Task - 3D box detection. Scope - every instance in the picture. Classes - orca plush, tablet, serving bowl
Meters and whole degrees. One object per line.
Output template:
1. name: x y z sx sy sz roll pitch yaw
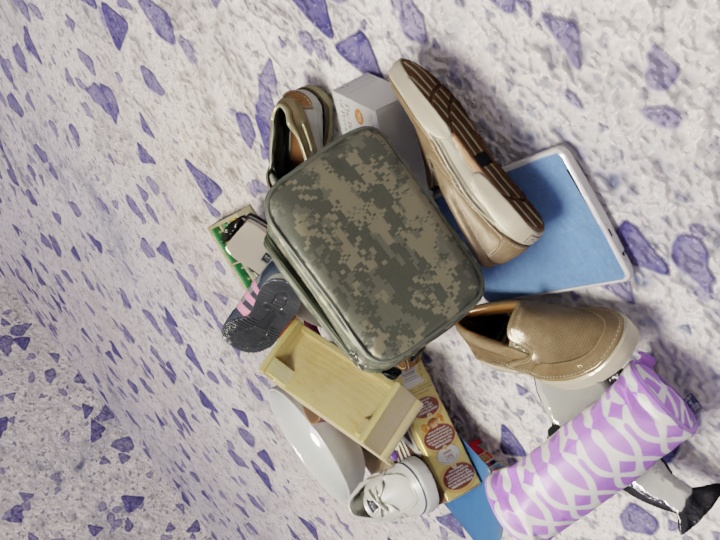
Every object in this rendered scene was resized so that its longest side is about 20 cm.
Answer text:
1. orca plush: 0.254 0.154 0.786 0.199 0.071 0.106 30 99 29
2. tablet: 0.150 -0.035 0.758 0.131 0.014 0.199 59 151 -9
3. serving bowl: -0.054 0.241 1.209 0.200 0.065 0.201 46 156 27

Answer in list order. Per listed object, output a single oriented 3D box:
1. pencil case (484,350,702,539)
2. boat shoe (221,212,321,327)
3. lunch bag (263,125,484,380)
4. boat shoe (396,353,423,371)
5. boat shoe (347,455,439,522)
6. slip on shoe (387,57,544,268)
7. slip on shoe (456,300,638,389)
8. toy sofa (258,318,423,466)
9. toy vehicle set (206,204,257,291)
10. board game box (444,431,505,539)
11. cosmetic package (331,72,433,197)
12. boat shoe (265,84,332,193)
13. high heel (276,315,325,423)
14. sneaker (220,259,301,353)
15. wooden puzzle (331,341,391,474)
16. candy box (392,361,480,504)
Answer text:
1. pencil case: 0.200 0.160 0.726 0.083 0.200 0.086 28 -154 -38
2. boat shoe: -0.097 -0.007 1.109 0.200 0.075 0.093 42 -171 -11
3. lunch bag: 0.006 -0.005 0.758 0.201 0.139 0.168 53 171 5
4. boat shoe: -0.006 0.026 0.890 0.201 0.074 0.076 58 159 -7
5. boat shoe: 0.037 0.286 1.022 0.074 0.065 0.200 62 154 15
6. slip on shoe: 0.079 -0.094 0.713 0.060 0.076 0.201 -41 83 29
7. slip on shoe: 0.164 0.058 0.757 0.060 0.077 0.199 38 164 -22
8. toy sofa: -0.021 0.147 1.000 0.199 0.083 0.098 27 167 39
9. toy vehicle set: -0.146 0.005 1.220 0.201 0.026 0.124 59 151 -9
10. board game box: 0.137 0.258 1.059 0.200 0.039 0.160 44 147 47
11. cosmetic package: 0.030 -0.089 0.824 0.082 0.050 0.202 34 147 48
12. boat shoe: -0.072 -0.098 0.901 0.074 0.068 0.203 13 117 30
13. high heel: -0.057 0.118 1.138 0.067 0.095 0.202 -30 67 38
14. sneaker: -0.115 0.038 1.043 0.070 0.083 0.200 32 140 -16
15. wooden puzzle: 0.003 0.214 1.207 0.200 0.037 0.186 46 150 21
16. candy box: 0.066 0.198 1.041 0.202 0.055 0.116 65 155 13
